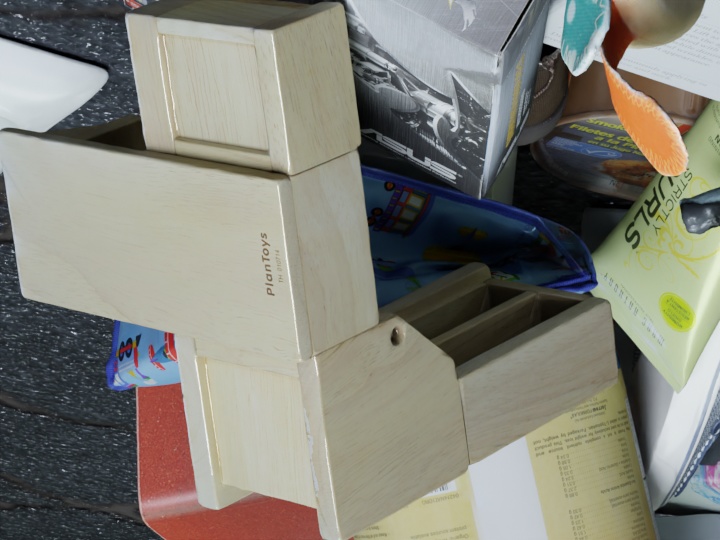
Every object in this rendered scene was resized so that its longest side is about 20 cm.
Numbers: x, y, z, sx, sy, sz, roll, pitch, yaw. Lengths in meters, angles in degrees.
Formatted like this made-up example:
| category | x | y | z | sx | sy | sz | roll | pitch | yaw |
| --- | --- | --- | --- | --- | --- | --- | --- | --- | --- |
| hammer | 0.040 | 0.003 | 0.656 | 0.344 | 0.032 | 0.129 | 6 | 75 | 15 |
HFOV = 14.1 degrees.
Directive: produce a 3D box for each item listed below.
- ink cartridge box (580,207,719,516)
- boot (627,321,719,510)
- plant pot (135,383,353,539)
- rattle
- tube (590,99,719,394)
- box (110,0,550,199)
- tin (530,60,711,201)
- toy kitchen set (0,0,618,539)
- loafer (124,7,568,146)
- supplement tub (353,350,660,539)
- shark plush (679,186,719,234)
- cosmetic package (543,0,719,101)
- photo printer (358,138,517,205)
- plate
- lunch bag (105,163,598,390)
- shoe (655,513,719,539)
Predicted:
| category | x | y | z | sx | sy | sz | roll | pitch | yaw |
| --- | --- | --- | --- | --- | --- | --- | --- | --- | --- |
| ink cartridge box | 0.207 | 0.052 | 1.503 | 0.199 | 0.147 | 0.083 | 3 | 164 | 15 |
| boot | 0.189 | 0.045 | 1.392 | 0.090 | 0.073 | 0.201 | 8 | 133 | -10 |
| plant pot | -0.008 | 0.051 | 1.553 | 0.175 | 0.201 | 0.200 | -7 | 160 | 11 |
| rattle | 0.050 | -0.122 | 0.933 | 0.142 | 0.201 | 0.130 | 1 | 162 | 21 |
| tube | 0.159 | -0.032 | 1.284 | 0.052 | 0.058 | 0.200 | 15 | 137 | -14 |
| box | -0.024 | -0.117 | 1.126 | 0.199 | 0.049 | 0.158 | 29 | 165 | 8 |
| tin | 0.177 | -0.057 | 1.359 | 0.199 | 0.042 | 0.112 | 13 | 166 | -15 |
| toy kitchen set | -0.023 | -0.028 | 1.174 | 0.163 | 0.201 | 0.180 | 11 | -154 | 42 |
| loafer | 0.000 | -0.108 | 1.243 | 0.199 | 0.073 | 0.071 | 7 | 153 | -12 |
| supplement tub | 0.069 | 0.128 | 1.378 | 0.144 | 0.201 | 0.145 | -13 | 179 | 0 |
| shark plush | 0.233 | -0.049 | 1.198 | 0.199 | 0.091 | 0.083 | -35 | 178 | 11 |
| cosmetic package | 0.147 | -0.133 | 1.074 | 0.101 | 0.075 | 0.200 | 16 | 159 | -21 |
| photo printer | -0.007 | -0.056 | 1.390 | 0.165 | 0.070 | 0.200 | 7 | 163 | 4 |
| plate | -0.251 | -0.087 | 1.468 | 0.199 | 0.033 | 0.199 | 16 | 162 | -21 |
| lunch bag | 0.000 | 0.000 | 1.335 | 0.199 | 0.095 | 0.150 | 2 | 168 | -27 |
| shoe | 0.116 | 0.161 | 1.524 | 0.199 | 0.072 | 0.091 | 4 | 158 | -3 |
